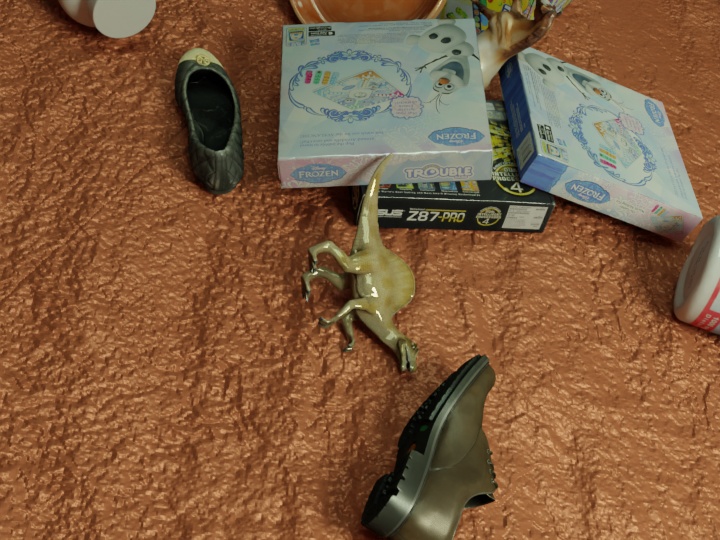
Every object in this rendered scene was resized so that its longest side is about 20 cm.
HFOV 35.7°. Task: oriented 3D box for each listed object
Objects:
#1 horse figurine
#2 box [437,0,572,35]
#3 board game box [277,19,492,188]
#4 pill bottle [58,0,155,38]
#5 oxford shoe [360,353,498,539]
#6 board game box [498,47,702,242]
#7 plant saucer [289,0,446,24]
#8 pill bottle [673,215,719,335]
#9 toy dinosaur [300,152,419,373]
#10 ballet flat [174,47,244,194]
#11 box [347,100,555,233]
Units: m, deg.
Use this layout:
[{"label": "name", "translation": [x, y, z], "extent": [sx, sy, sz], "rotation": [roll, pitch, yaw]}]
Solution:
[{"label": "horse figurine", "translation": [0.124, -0.243, 1.212], "extent": [0.050, 0.200, 0.133], "rotation": [26, 33, -44]}, {"label": "box", "translation": [0.158, -0.379, 1.363], "extent": [0.192, 0.122, 0.200], "rotation": [31, 48, 12]}, {"label": "board game box", "translation": [0.021, -0.168, 1.102], "extent": [0.200, 0.043, 0.199], "rotation": [-2, 49, 1]}, {"label": "pill bottle", "translation": [-0.290, -0.339, 1.212], "extent": [0.111, 0.111, 0.200], "rotation": [-16, 55, -27]}, {"label": "oxford shoe", "translation": [0.074, 0.150, 0.902], "extent": [0.084, 0.073, 0.200], "rotation": [36, 49, -5]}, {"label": "board game box", "translation": [0.249, -0.139, 1.184], "extent": [0.199, 0.043, 0.200], "rotation": [18, 41, -18]}, {"label": "plant saucer", "translation": [0.012, -0.343, 1.267], "extent": [0.200, 0.200, 0.032], "rotation": [34, 8, 16]}, {"label": "pill bottle", "translation": [0.411, 0.030, 1.065], "extent": [0.200, 0.109, 0.109], "rotation": [21, 47, 5]}, {"label": "toy dinosaur", "translation": [0.000, 0.000, 1.005], "extent": [0.101, 0.058, 0.200], "rotation": [-6, 77, -18]}, {"label": "ballet flat", "translation": [-0.146, -0.160, 1.123], "extent": [0.066, 0.057, 0.200], "rotation": [-2, 49, -18]}, {"label": "box", "translation": [0.083, -0.111, 1.146], "extent": [0.200, 0.049, 0.161], "rotation": [2, 45, -13]}]
